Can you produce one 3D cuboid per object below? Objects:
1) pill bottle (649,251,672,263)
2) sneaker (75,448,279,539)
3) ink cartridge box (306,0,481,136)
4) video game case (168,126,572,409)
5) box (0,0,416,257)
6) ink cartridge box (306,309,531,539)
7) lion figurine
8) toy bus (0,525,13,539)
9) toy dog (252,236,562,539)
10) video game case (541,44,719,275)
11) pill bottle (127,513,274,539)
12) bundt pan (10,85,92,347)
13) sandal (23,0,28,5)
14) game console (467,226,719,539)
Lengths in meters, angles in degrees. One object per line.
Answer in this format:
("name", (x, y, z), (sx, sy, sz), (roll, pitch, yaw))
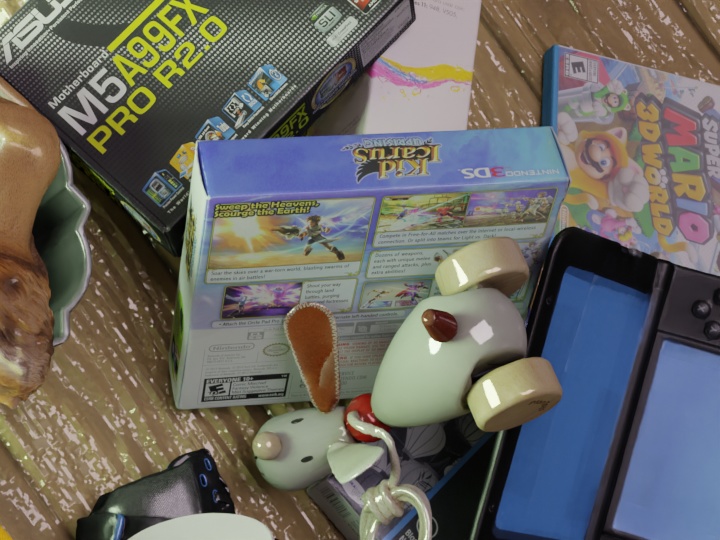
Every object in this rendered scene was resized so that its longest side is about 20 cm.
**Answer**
("pill bottle", (0.221, 0.087, 1.408), (0.200, 0.111, 0.111), (46, 61, -5))
("sneaker", (-0.059, 0.153, 1.278), (0.198, 0.073, 0.113), (1, 74, -23))
("ink cartridge box", (0.018, -0.107, 1.374), (0.067, 0.117, 0.202), (14, 68, -18))
("video game case", (0.000, 0.000, 1.275), (0.198, 0.182, 0.046), (-3, 51, -14))
("box", (-0.092, -0.132, 1.300), (0.160, 0.044, 0.200), (42, 79, 16))
("ink cartridge box", (0.068, 0.100, 1.375), (0.100, 0.039, 0.200), (48, 60, -3))
("lion figurine", (-0.193, -0.036, 1.196), (0.122, 0.072, 0.201), (28, 59, -22))
("toy bus", (-0.223, 0.160, 1.135), (0.136, 0.192, 0.200), (-40, 90, -28))
("toy dog", (0.014, 0.063, 1.230), (0.096, 0.200, 0.132), (15, 29, -53))
("video game case", (0.208, -0.058, 1.503), (0.198, 0.018, 0.144), (12, 68, -21))
("pill bottle", (-0.071, 0.233, 1.180), (0.112, 0.113, 0.202), (-20, 112, -29))
("bundt pan", (-0.250, -0.012, 1.243), (0.200, 0.076, 0.204), (8, 70, -23))
("sandal", (-0.134, -0.204, 1.370), (0.079, 0.059, 0.208), (29, 64, -14))
("game console", (0.167, 0.096, 1.290), (0.174, 0.116, 0.202), (16, 90, 6))
